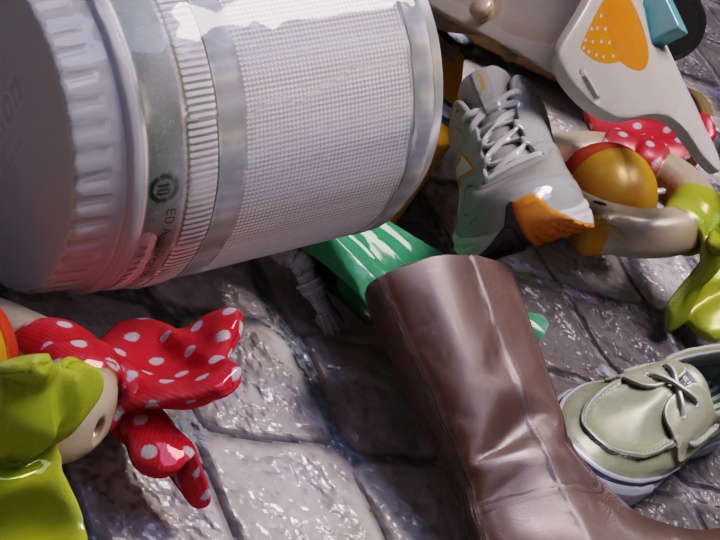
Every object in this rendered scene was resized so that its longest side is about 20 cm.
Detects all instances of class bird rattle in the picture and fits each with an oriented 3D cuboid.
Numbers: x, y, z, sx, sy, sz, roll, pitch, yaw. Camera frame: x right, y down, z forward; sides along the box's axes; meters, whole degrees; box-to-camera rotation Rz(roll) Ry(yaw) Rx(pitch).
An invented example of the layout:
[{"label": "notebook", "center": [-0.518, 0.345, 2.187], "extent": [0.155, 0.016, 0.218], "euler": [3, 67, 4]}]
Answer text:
[{"label": "bird rattle", "center": [-0.137, 0.037, 0.701], "extent": [0.162, 0.113, 0.200], "euler": [24, 24, 11]}, {"label": "bird rattle", "center": [0.179, -0.058, 1.183], "extent": [0.162, 0.113, 0.201], "euler": [0, 40, -25]}]

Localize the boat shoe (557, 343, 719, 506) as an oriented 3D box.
[{"label": "boat shoe", "center": [0.163, 0.075, 1.014], "extent": [0.072, 0.062, 0.199], "euler": [48, 31, 18]}]

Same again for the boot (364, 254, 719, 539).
[{"label": "boot", "center": [0.099, 0.073, 0.899], "extent": [0.186, 0.064, 0.201], "euler": [-2, 61, -46]}]

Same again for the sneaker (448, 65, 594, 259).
[{"label": "sneaker", "center": [0.074, -0.061, 0.982], "extent": [0.200, 0.075, 0.093], "euler": [-89, 162, -81]}]

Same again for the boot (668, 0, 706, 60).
[{"label": "boot", "center": [0.156, -0.232, 1.348], "extent": [0.199, 0.070, 0.174], "euler": [26, 19, -7]}]

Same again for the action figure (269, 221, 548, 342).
[{"label": "action figure", "center": [0.000, 0.000, 0.948], "extent": [0.200, 0.055, 0.118], "euler": [39, 30, -6]}]

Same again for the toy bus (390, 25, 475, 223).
[{"label": "toy bus", "center": [0.018, -0.101, 1.106], "extent": [0.078, 0.065, 0.201], "euler": [29, 30, -12]}]

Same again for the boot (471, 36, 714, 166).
[{"label": "boot", "center": [0.143, -0.151, 1.328], "extent": [0.199, 0.066, 0.175], "euler": [23, 19, -26]}]

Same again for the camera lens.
[{"label": "camera lens", "center": [-0.074, -0.081, 0.821], "extent": [0.199, 0.161, 0.160], "euler": [-15, 56, -35]}]

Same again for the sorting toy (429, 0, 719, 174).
[{"label": "sorting toy", "center": [0.139, -0.131, 1.086], "extent": [0.180, 0.107, 0.200], "euler": [45, -3, -36]}]
